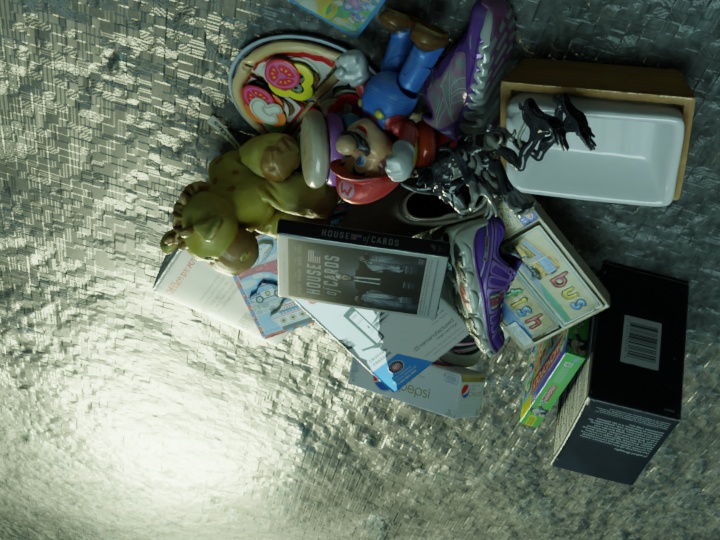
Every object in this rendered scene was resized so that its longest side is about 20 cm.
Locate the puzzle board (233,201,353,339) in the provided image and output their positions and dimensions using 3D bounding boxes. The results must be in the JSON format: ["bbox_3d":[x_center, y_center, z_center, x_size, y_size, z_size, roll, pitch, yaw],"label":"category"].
[{"bbox_3d":[-0.065,0.002,1.615,0.197,0.017,0.152,-18,119,9],"label":"puzzle board"}]

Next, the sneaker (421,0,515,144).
[{"bbox_3d":[0.106,-0.208,1.301,0.088,0.081,0.201,27,145,15],"label":"sneaker"}]

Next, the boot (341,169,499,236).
[{"bbox_3d":[0.063,-0.074,1.406,0.197,0.071,0.146,-18,-178,8],"label":"boot"}]

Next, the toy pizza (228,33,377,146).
[{"bbox_3d":[-0.060,-0.191,1.423,0.197,0.032,0.201,10,146,7],"label":"toy pizza"}]

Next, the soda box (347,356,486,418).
[{"bbox_3d":[0.079,0.154,1.762,0.198,0.065,0.068,15,-174,39],"label":"soda box"}]

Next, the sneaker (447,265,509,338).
[{"bbox_3d":[0.155,0.004,1.580,0.129,0.080,0.201,13,137,-1],"label":"sneaker"}]

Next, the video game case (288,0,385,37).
[{"bbox_3d":[-0.019,-0.326,1.226,0.142,0.018,0.200,27,144,-15],"label":"video game case"}]

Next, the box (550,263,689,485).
[{"bbox_3d":[0.333,0.136,1.587,0.121,0.202,0.199,14,147,1],"label":"box"}]

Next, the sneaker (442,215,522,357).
[{"bbox_3d":[0.155,0.021,1.453,0.082,0.081,0.202,-21,134,-8],"label":"sneaker"}]

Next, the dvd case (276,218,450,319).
[{"bbox_3d":[0.000,0.000,1.450,0.197,0.025,0.151,8,150,1],"label":"dvd case"}]

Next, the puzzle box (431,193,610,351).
[{"bbox_3d":[0.195,-0.002,1.491,0.132,0.026,0.200,-31,115,27],"label":"puzzle box"}]

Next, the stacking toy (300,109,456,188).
[{"bbox_3d":[0.034,-0.139,1.392,0.197,0.086,0.086,-3,149,-13],"label":"stacking toy"}]

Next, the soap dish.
[{"bbox_3d":[0.249,-0.149,1.315,0.197,0.082,0.158,7,145,13],"label":"soap dish"}]

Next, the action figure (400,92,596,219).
[{"bbox_3d":[0.135,-0.100,1.258,0.199,0.118,0.103,-27,84,39],"label":"action figure"}]

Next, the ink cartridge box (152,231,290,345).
[{"bbox_3d":[-0.167,0.005,1.701,0.198,0.084,0.147,25,144,-15],"label":"ink cartridge box"}]

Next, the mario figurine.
[{"bbox_3d":[0.016,-0.165,1.276,0.104,0.124,0.203,17,105,-8],"label":"mario figurine"}]

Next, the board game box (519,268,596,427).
[{"bbox_3d":[0.259,0.103,1.626,0.029,0.136,0.201,16,146,-2],"label":"board game box"}]

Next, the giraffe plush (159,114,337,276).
[{"bbox_3d":[-0.148,-0.069,1.467,0.199,0.163,0.173,34,147,5],"label":"giraffe plush"}]

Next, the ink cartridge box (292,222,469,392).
[{"bbox_3d":[0.026,0.035,1.580,0.146,0.085,0.200,-39,115,19],"label":"ink cartridge box"}]

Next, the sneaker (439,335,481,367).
[{"bbox_3d":[0.088,0.067,1.709,0.197,0.081,0.087,10,143,-14],"label":"sneaker"}]
